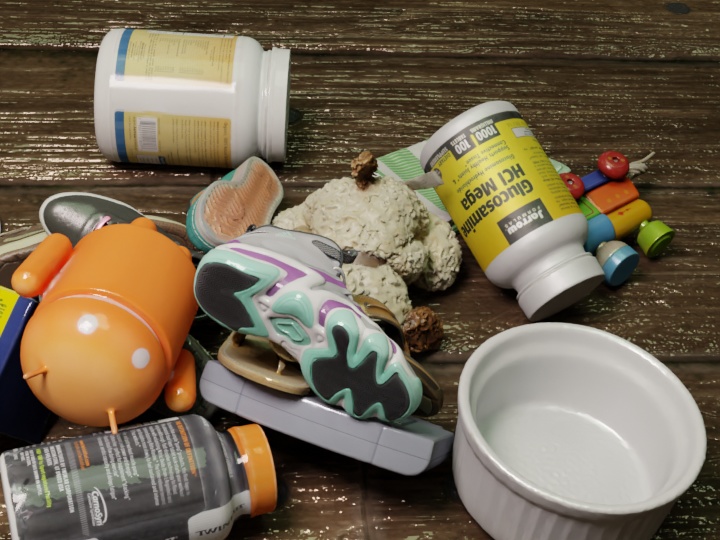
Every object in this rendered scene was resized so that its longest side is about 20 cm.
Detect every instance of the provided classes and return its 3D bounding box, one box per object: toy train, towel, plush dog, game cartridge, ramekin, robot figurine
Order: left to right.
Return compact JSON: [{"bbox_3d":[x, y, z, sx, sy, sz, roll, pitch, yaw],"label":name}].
[{"bbox_3d":[-0.192,0.042,0.974,0.116,0.144,0.200,-3,34,13],"label":"robot figurine"},{"bbox_3d":[-0.027,0.120,1.023,0.200,0.041,0.133,18,-3,15],"label":"game cartridge"},{"bbox_3d":[0.000,0.000,1.162,0.200,0.161,0.172,5,63,-1],"label":"plush dog"},{"bbox_3d":[0.114,-0.110,1.383,0.200,0.023,0.153,-25,47,-31],"label":"towel"},{"bbox_3d":[0.170,0.145,1.014,0.200,0.098,0.201,6,41,-5],"label":"ramekin"},{"bbox_3d":[0.285,-0.062,1.305,0.200,0.085,0.116,-25,58,-32],"label":"toy train"}]

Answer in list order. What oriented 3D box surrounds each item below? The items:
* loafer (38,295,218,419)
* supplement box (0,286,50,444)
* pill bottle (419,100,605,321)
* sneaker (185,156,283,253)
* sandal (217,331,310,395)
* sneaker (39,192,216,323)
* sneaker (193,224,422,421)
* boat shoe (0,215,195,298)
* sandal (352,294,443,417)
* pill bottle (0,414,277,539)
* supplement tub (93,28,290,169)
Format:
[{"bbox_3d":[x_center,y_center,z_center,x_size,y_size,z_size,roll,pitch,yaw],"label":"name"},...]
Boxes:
[{"bbox_3d":[-0.193,0.058,1.103,0.200,0.075,0.070,39,10,16],"label":"loafer"},{"bbox_3d":[-0.352,0.055,1.036,0.200,0.110,0.109,19,78,16],"label":"supplement box"},{"bbox_3d":[0.151,-0.056,1.214,0.112,0.112,0.200,-21,71,-28],"label":"pill bottle"},{"bbox_3d":[-0.136,-0.049,1.218,0.071,0.080,0.200,51,21,-7],"label":"sneaker"},{"bbox_3d":[-0.075,0.049,1.047,0.078,0.070,0.212,18,1,-9],"label":"sandal"},{"bbox_3d":[-0.198,-0.015,1.123,0.200,0.099,0.071,31,83,-9],"label":"sneaker"},{"bbox_3d":[-0.021,0.025,0.987,0.200,0.078,0.140,37,32,2],"label":"sneaker"},{"bbox_3d":[-0.265,-0.025,1.203,0.202,0.075,0.075,-7,27,-21],"label":"boat shoe"},{"bbox_3d":[-0.003,0.048,1.070,0.200,0.082,0.055,36,65,23],"label":"sandal"},{"bbox_3d":[-0.167,0.170,0.949,0.200,0.106,0.106,-10,42,-17],"label":"pill bottle"},{"bbox_3d":[-0.178,-0.184,1.346,0.200,0.145,0.145,4,39,-2],"label":"supplement tub"}]
